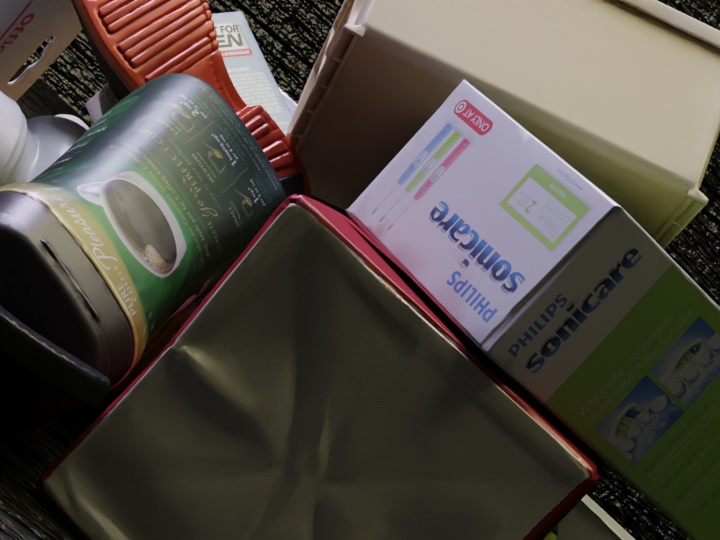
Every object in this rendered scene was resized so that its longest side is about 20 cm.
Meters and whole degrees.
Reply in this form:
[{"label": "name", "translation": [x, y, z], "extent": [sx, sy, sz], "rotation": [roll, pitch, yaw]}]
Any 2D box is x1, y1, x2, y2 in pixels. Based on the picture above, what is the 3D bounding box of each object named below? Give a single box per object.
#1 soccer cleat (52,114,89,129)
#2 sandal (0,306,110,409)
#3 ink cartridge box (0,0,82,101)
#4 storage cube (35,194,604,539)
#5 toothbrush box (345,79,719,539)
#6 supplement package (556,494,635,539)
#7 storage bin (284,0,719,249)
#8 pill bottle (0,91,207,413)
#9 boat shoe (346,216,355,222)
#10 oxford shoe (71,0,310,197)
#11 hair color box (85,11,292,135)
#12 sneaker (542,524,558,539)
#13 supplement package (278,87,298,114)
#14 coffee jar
[{"label": "soccer cleat", "translation": [-0.202, -0.046, 1.323], "extent": [0.077, 0.069, 0.200], "rotation": [33, -22, 4]}, {"label": "sandal", "translation": [-0.190, 0.008, 0.861], "extent": [0.200, 0.045, 0.075], "rotation": [37, -4, -18]}, {"label": "ink cartridge box", "translation": [-0.234, -0.133, 1.107], "extent": [0.068, 0.115, 0.200], "rotation": [54, 26, 15]}, {"label": "storage cube", "translation": [-0.011, 0.090, 0.965], "extent": [0.200, 0.171, 0.180], "rotation": [43, 3, 7]}, {"label": "toothbrush box", "translation": [0.108, 0.026, 0.972], "extent": [0.200, 0.086, 0.146], "rotation": [40, 4, -35]}, {"label": "supplement package", "translation": [0.061, 0.164, 1.204], "extent": [0.191, 0.147, 0.200], "rotation": [42, 1, 26]}, {"label": "storage bin", "translation": [0.072, -0.075, 1.133], "extent": [0.199, 0.094, 0.199], "rotation": [25, -27, -5]}, {"label": "pill bottle", "translation": [-0.154, -0.010, 1.136], "extent": [0.200, 0.113, 0.113], "rotation": [42, 1, -34]}, {"label": "boat shoe", "translation": [0.000, 0.000, 1.111], "extent": [0.066, 0.200, 0.074], "rotation": [45, 31, -6]}, {"label": "oxford shoe", "translation": [-0.107, -0.095, 1.130], "extent": [0.201, 0.071, 0.072], "rotation": [60, -35, 1]}, {"label": "hair color box", "translation": [-0.074, -0.037, 1.244], "extent": [0.060, 0.099, 0.201], "rotation": [-12, 71, -46]}, {"label": "sneaker", "translation": [0.004, 0.144, 1.077], "extent": [0.199, 0.083, 0.072], "rotation": [2, -12, 16]}, {"label": "supplement package", "translation": [-0.066, 0.001, 1.489], "extent": [0.156, 0.110, 0.201], "rotation": [44, -34, 31]}, {"label": "coffee jar", "translation": [-0.120, -0.011, 1.004], "extent": [0.105, 0.085, 0.200], "rotation": [55, 34, -6]}]
